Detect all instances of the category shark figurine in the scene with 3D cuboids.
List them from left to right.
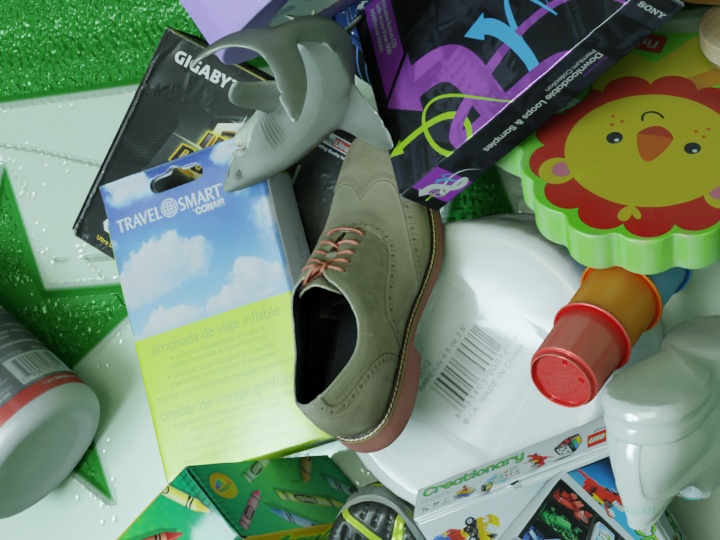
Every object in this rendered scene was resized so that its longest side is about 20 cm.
[{"bbox_3d":[-0.018,-0.101,1.015,0.128,0.215,0.090,-42,82,-12],"label":"shark figurine"}]

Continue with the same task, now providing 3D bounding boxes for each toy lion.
[{"bbox_3d":[0.150,-0.082,1.033,0.200,0.069,0.192,15,53,24],"label":"toy lion"}]

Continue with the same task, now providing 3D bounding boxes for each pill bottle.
[{"bbox_3d":[-0.287,0.069,1.239,0.200,0.116,0.116,39,102,21],"label":"pill bottle"}]

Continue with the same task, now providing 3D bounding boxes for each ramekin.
[{"bbox_3d":[0.080,0.061,1.094,0.200,0.098,0.201,-1,87,23],"label":"ramekin"}]

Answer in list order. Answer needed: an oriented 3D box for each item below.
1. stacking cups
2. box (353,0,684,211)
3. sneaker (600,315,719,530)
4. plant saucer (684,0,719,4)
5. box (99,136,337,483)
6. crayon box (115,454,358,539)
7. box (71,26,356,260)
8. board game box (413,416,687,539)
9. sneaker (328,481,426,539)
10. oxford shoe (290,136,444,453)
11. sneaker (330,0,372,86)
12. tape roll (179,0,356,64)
[{"bbox_3d":[0.155,0.005,1.017,0.060,0.200,0.061,24,139,23],"label":"stacking cups"},{"bbox_3d":[0.083,-0.148,1.016,0.200,0.036,0.143,-39,49,32],"label":"box"},{"bbox_3d":[0.195,0.084,1.004,0.075,0.200,0.089,10,111,39],"label":"sneaker"},{"bbox_3d":[0.207,-0.255,1.048,0.200,0.032,0.201,0,76,-2],"label":"plant saucer"},{"bbox_3d":[-0.087,0.026,1.142,0.122,0.048,0.200,-18,80,20],"label":"box"},{"bbox_3d":[-0.081,0.177,1.100,0.119,0.200,0.058,-48,70,14],"label":"crayon box"},{"bbox_3d":[-0.078,-0.049,1.194,0.200,0.049,0.160,30,101,21],"label":"box"},{"bbox_3d":[0.134,0.187,1.039,0.126,0.035,0.200,-24,115,19],"label":"board game box"},{"bbox_3d":[0.046,0.220,1.110,0.075,0.076,0.200,-16,104,15],"label":"sneaker"},{"bbox_3d":[0.000,0.000,1.032,0.070,0.075,0.200,-13,62,32],"label":"oxford shoe"},{"bbox_3d":[0.012,-0.158,1.156,0.200,0.078,0.070,36,99,-1],"label":"sneaker"},{"bbox_3d":[-0.014,-0.200,1.013,0.200,0.200,0.066,-36,89,17],"label":"tape roll"}]
